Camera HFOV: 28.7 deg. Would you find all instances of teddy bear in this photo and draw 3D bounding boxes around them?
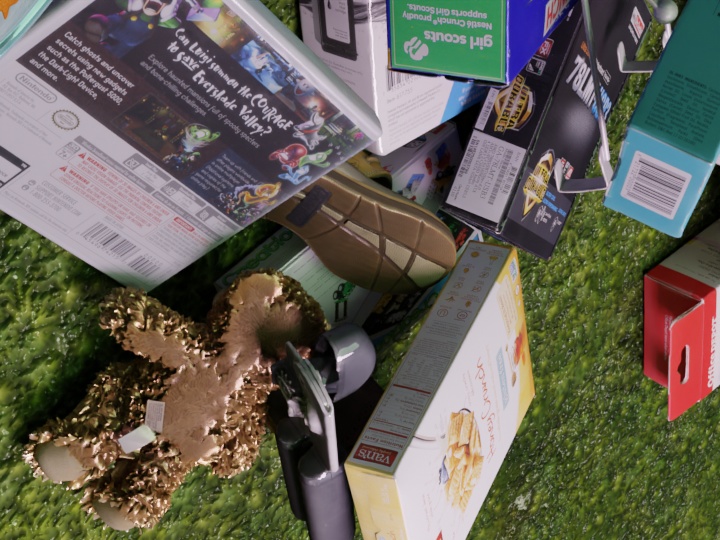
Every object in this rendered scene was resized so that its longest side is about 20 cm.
[{"bbox_3d":[-0.108,0.072,0.845,0.144,0.067,0.201,29,103,-20],"label":"teddy bear"}]

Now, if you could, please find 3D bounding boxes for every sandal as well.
[{"bbox_3d":[-0.019,-0.049,0.867,0.198,0.080,0.055,28,48,-25],"label":"sandal"}]

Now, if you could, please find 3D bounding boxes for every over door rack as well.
[{"bbox_3d":[0.166,-0.162,0.810,0.148,0.066,0.202,-55,151,-43],"label":"over door rack"}]

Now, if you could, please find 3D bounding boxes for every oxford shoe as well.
[{"bbox_3d":[0.006,0.111,0.945,0.072,0.072,0.199,-56,137,-2],"label":"oxford shoe"}]

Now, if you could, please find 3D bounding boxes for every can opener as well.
[{"bbox_3d":[-0.014,0.102,0.847,0.066,0.054,0.201,-28,149,-15],"label":"can opener"}]

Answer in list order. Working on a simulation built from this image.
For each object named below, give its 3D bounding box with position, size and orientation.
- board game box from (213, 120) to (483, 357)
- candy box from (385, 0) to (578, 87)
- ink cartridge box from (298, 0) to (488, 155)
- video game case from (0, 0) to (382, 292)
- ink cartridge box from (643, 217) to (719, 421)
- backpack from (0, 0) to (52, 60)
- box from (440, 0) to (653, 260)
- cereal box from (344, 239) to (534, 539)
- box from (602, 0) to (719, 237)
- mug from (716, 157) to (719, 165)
[{"bbox_3d":[0.000,0.000,0.959,0.199,0.034,0.127,-40,136,-23],"label":"board game box"},{"bbox_3d":[0.075,-0.225,0.742,0.169,0.076,0.202,-51,144,-49],"label":"candy box"},{"bbox_3d":[0.022,-0.188,0.851,0.115,0.067,0.202,-31,131,-35],"label":"ink cartridge box"},{"bbox_3d":[-0.111,-0.077,0.742,0.181,0.024,0.200,-31,142,18],"label":"video game case"},{"bbox_3d":[0.319,0.034,1.284,0.199,0.067,0.118,-32,131,-31],"label":"ink cartridge box"},{"bbox_3d":[-0.202,-0.153,0.543,0.178,0.199,0.151,-52,158,-12],"label":"backpack"},{"bbox_3d":[0.133,-0.114,0.968,0.201,0.049,0.200,-66,162,2],"label":"box"},{"bbox_3d":[0.057,0.100,0.907,0.201,0.039,0.145,-59,149,-38],"label":"cereal box"},{"bbox_3d":[0.198,-0.124,0.776,0.201,0.049,0.083,-60,168,-23],"label":"box"},{"bbox_3d":[0.334,-0.157,1.143,0.185,0.149,0.155,12,111,-42],"label":"mug"}]
